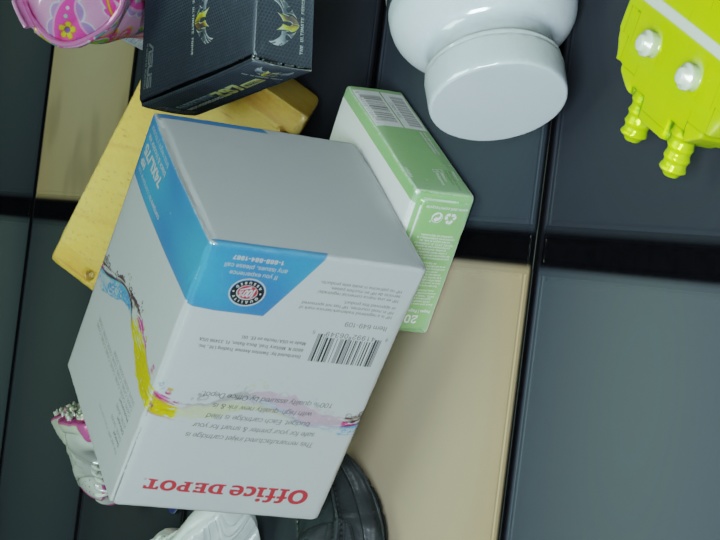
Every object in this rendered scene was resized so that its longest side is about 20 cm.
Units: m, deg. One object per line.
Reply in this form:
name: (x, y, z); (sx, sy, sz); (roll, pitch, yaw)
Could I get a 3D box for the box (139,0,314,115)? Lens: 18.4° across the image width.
box: (-0.088, -0.217, 1.491); (0.157, 0.051, 0.202); (-12, 74, 55)

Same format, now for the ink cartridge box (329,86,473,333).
ink cartridge box: (0.000, 0.000, 1.463); (0.146, 0.048, 0.201); (-122, 44, -53)

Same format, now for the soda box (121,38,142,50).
soda box: (-0.120, -0.239, 1.736); (0.200, 0.063, 0.069); (-40, 29, 54)

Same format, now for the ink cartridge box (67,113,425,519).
ink cartridge box: (-0.078, 0.032, 1.396); (0.201, 0.146, 0.146); (-67, 31, 28)

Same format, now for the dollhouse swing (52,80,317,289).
dollhouse swing: (-0.107, -0.071, 1.667); (0.181, 0.176, 0.201); (35, 107, 20)

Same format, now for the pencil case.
pencil case: (-0.182, -0.203, 1.592); (0.200, 0.087, 0.088); (-37, -39, -75)

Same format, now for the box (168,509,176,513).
box: (-0.128, 0.094, 1.721); (0.200, 0.032, 0.122); (128, 141, -48)

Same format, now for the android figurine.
android figurine: (0.184, -0.147, 1.131); (0.182, 0.041, 0.201); (55, 130, 54)

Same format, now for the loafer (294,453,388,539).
loafer: (-0.018, 0.193, 1.422); (0.068, 0.070, 0.201); (-59, 34, 39)

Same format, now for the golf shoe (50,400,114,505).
golf shoe: (-0.202, 0.143, 1.797); (0.200, 0.075, 0.092); (162, 90, -80)

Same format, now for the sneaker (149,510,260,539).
sneaker: (-0.134, 0.220, 1.653); (0.201, 0.077, 0.100); (-59, 31, 38)

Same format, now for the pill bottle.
pill bottle: (0.066, -0.182, 1.298); (0.112, 0.111, 0.201); (-47, 42, 50)
